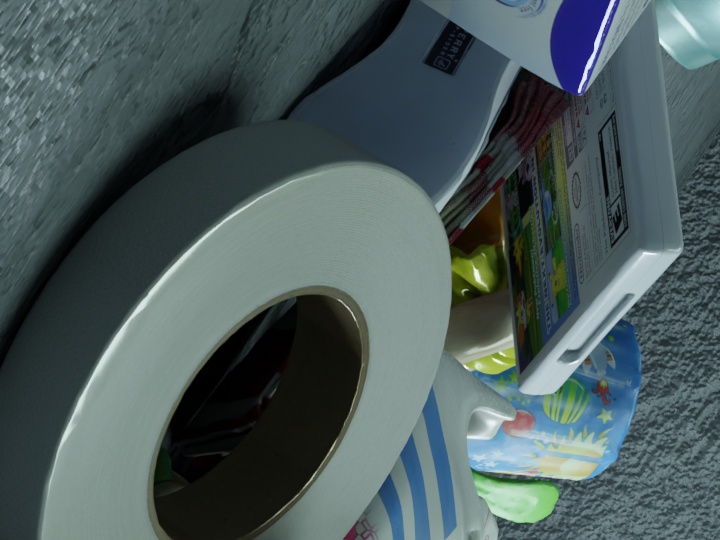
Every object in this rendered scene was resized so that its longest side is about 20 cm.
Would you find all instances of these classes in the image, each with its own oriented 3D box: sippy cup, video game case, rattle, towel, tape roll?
[{"bbox_3d":[0.088,0.061,1.369,0.140,0.130,0.179,143,-39,-72],"label":"sippy cup"},{"bbox_3d":[0.094,-0.068,1.038,0.182,0.022,0.201,120,-32,-66],"label":"video game case"},{"bbox_3d":[-0.008,0.011,1.138,0.199,0.144,0.130,-17,-170,-11],"label":"rattle"},{"bbox_3d":[0.000,0.000,1.039,0.200,0.023,0.144,-49,-171,-18],"label":"towel"},{"bbox_3d":[-0.046,0.045,0.825,0.202,0.037,0.204,-34,140,-33],"label":"tape roll"}]

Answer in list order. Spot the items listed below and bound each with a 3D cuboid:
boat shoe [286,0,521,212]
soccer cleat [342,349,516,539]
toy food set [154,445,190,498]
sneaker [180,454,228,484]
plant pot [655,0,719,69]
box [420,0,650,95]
[{"bbox_3d":[0.022,-0.057,0.960,0.200,0.073,0.066,-49,164,-37],"label":"boat shoe"},{"bbox_3d":[0.011,0.120,0.950,0.070,0.086,0.201,-35,-149,58],"label":"soccer cleat"},{"bbox_3d":[-0.095,0.167,0.919,0.198,0.048,0.201,-33,123,-53],"label":"toy food set"},{"bbox_3d":[-0.079,0.130,1.067,0.200,0.076,0.091,-47,-171,43],"label":"sneaker"},{"bbox_3d":[0.178,-0.177,1.099,0.134,0.201,0.200,-32,178,18],"label":"plant pot"},{"bbox_3d":[0.098,-0.197,0.804,0.200,0.105,0.184,-54,170,-26],"label":"box"}]
